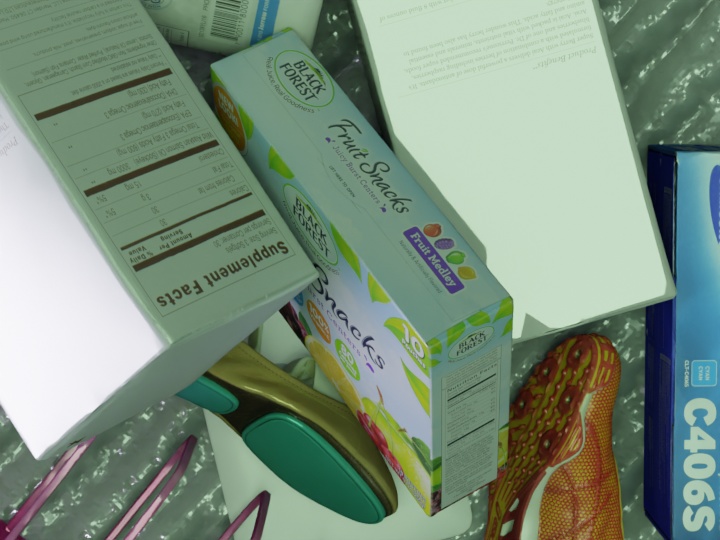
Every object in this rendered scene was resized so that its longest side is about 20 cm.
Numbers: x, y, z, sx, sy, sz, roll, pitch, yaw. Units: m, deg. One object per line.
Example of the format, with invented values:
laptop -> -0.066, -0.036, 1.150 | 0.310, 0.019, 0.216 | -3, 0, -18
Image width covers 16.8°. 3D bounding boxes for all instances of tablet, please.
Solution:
tablet -> -0.023, 0.058, 1.311 | 0.129, 0.014, 0.202 | -13, 95, 0

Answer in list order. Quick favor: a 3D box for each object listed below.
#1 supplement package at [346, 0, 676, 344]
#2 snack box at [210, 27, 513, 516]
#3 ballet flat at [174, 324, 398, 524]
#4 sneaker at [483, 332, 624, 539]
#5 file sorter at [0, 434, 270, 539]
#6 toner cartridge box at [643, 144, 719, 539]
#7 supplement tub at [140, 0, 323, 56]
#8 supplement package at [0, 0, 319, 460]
supplement package -> 0.072, -0.071, 1.249 | 0.120, 0.120, 0.202 | -15, 95, 0
snack box -> 0.000, 0.000, 1.182 | 0.053, 0.143, 0.200 | -26, 55, -19
ballet flat -> -0.050, 0.057, 1.265 | 0.199, 0.068, 0.063 | 36, 60, -21
sneaker -> 0.109, 0.131, 1.304 | 0.077, 0.073, 0.202 | 9, 99, -25
file sorter -> -0.125, 0.140, 1.247 | 0.200, 0.139, 0.126 | 39, 97, -5
toner cartridge box -> 0.175, 0.036, 1.275 | 0.043, 0.095, 0.202 | 0, 95, -3
supplement tub -> -0.109, -0.185, 1.229 | 0.198, 0.132, 0.133 | 13, 94, -3
supplement package -> -0.137, -0.036, 1.143 | 0.117, 0.117, 0.201 | -38, 82, 39
